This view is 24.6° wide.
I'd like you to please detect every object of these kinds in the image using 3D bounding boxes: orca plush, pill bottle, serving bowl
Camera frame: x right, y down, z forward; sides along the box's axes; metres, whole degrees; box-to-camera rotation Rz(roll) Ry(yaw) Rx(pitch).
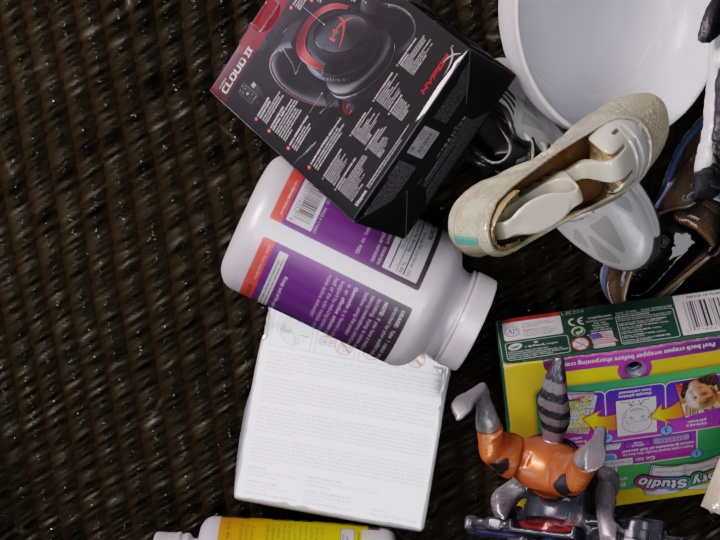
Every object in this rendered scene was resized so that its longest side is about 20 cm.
[{"bbox_3d":[0.291,-0.147,1.211,0.071,0.105,0.202,7,68,30],"label":"orca plush"},{"bbox_3d":[-0.071,0.258,1.348,0.198,0.109,0.110,4,105,-1],"label":"pill bottle"},{"bbox_3d":[0.000,0.000,1.273,0.199,0.113,0.113,26,103,-2],"label":"pill bottle"},{"bbox_3d":[0.178,-0.197,1.228,0.199,0.066,0.202,-7,103,-30],"label":"serving bowl"}]

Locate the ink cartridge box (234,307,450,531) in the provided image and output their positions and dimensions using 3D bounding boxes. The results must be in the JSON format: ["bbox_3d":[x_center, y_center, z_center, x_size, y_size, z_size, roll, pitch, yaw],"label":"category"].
[{"bbox_3d":[-0.011,0.100,1.351,0.161,0.050,0.202,10,87,-2],"label":"ink cartridge box"}]

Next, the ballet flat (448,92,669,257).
[{"bbox_3d":[0.153,-0.062,1.168,0.199,0.062,0.068,-32,112,-17],"label":"ballet flat"}]

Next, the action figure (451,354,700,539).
[{"bbox_3d":[0.170,0.153,1.225,0.198,0.194,0.105,6,63,21],"label":"action figure"}]

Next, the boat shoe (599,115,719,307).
[{"bbox_3d":[0.264,-0.045,1.285,0.072,0.072,0.201,30,103,-8],"label":"boat shoe"}]

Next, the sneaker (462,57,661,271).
[{"bbox_3d":[0.135,-0.067,1.235,0.201,0.115,0.076,48,120,6],"label":"sneaker"}]

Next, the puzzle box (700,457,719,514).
[{"bbox_3d":[0.329,0.102,1.276,0.025,0.133,0.201,22,87,32],"label":"puzzle box"}]

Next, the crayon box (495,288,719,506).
[{"bbox_3d":[0.213,0.106,1.301,0.198,0.059,0.174,-8,130,3],"label":"crayon box"}]

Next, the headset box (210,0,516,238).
[{"bbox_3d":[-0.008,-0.144,1.220,0.200,0.075,0.149,42,104,32],"label":"headset box"}]
